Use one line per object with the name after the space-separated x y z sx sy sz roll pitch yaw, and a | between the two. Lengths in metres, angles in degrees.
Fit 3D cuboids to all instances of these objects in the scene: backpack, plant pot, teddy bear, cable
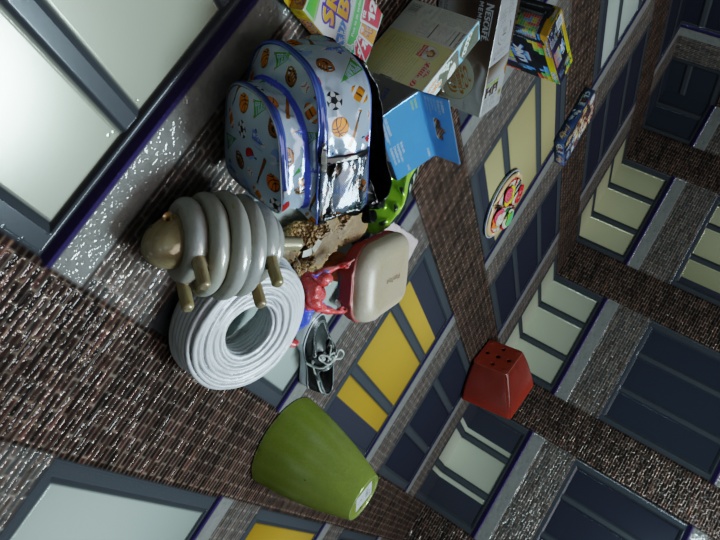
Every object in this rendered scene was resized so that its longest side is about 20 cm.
-0.069 -0.167 0.784 0.153 0.199 0.192 -17 128 -40 | backpack
0.493 0.373 2.459 0.200 0.199 0.177 -42 139 -38 | plant pot
-0.077 -0.048 1.031 0.200 0.067 0.145 -45 147 -19 | teddy bear
-0.071 0.374 1.304 0.187 0.199 0.188 -44 150 -34 | plant pot
-0.160 0.066 0.924 0.201 0.069 0.200 -57 145 2 | cable

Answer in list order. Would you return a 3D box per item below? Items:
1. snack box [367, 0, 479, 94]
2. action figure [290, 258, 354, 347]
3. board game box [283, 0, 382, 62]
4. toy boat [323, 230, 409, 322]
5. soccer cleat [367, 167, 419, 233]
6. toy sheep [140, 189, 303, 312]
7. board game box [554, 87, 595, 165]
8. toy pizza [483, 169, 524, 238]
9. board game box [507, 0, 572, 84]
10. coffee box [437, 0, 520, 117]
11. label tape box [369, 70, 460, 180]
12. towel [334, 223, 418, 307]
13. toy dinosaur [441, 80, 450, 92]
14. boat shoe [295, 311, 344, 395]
0.072 -0.299 0.984 0.200 0.116 0.037 -53 155 -19 | snack box
-0.061 0.048 1.031 0.098 0.066 0.200 -12 159 -26 | action figure
-0.029 -0.326 0.852 0.200 0.030 0.096 25 84 -64 | board game box
0.000 0.000 1.140 0.200 0.130 0.132 -27 125 -60 | toy boat
0.065 -0.152 1.194 0.201 0.067 0.081 -63 169 2 | soccer cleat
-0.153 -0.027 0.787 0.199 0.138 0.139 2 116 -39 | toy sheep
0.657 -0.440 2.105 0.201 0.034 0.136 -59 156 -8 | board game box
0.396 -0.177 1.863 0.200 0.032 0.201 -45 151 -34 | toy pizza
0.282 -0.417 1.218 0.057 0.164 0.200 -64 156 2 | board game box
0.185 -0.374 1.134 0.080 0.114 0.201 -40 149 -39 | coffee box
0.024 -0.190 0.899 0.064 0.199 0.144 -56 155 -13 | label tape box
0.033 0.000 1.326 0.192 0.032 0.200 -63 157 0 | towel
0.045 -0.269 1.060 0.181 0.105 0.202 -19 96 -40 | toy dinosaur
-0.072 0.151 1.229 0.074 0.068 0.201 -38 147 -42 | boat shoe
